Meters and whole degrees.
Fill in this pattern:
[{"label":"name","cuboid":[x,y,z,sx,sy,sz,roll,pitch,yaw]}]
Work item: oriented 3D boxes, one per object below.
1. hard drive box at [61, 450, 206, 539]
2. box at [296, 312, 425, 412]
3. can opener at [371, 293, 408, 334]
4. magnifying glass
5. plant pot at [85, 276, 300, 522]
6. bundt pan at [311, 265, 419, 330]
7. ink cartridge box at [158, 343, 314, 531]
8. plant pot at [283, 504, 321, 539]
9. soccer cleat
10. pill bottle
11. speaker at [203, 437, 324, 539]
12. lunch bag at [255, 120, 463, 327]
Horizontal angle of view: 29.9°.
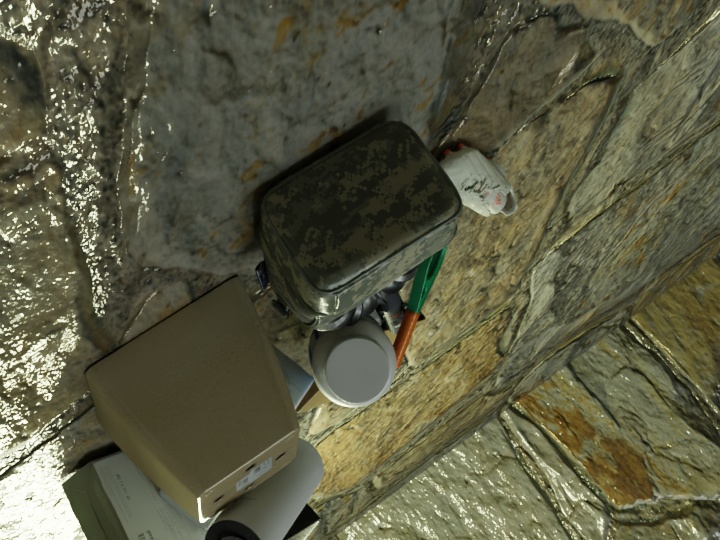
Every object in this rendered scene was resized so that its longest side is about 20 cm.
[{"label":"hard drive box","cuboid":[-0.262,0.303,1.734,0.077,0.157,0.199,-35,167,35]},{"label":"box","cuboid":[-0.002,0.142,2.113,0.200,0.021,0.163,-47,162,28]},{"label":"can opener","cuboid":[0.036,0.044,1.848,0.078,0.064,0.200,-34,164,-10]},{"label":"magnifying glass","cuboid":[0.078,0.035,1.826,0.079,0.022,0.203,-4,112,-74]},{"label":"plant pot","cuboid":[-0.173,0.163,1.517,0.199,0.178,0.200,-31,163,-17]},{"label":"bundt pan","cuboid":[0.000,0.000,1.628,0.201,0.076,0.202,-35,164,-12]},{"label":"ink cartridge box","cuboid":[-0.156,0.210,1.723,0.146,0.083,0.200,-56,177,39]},{"label":"plant pot","cuboid":[-0.211,0.396,2.080,0.198,0.178,0.201,-25,159,-35]},{"label":"soccer cleat","cuboid":[0.142,-0.105,1.638,0.069,0.078,0.199,-43,163,20]},{"label":"pill bottle","cuboid":[-0.011,0.115,1.744,0.112,0.113,0.200,-37,-173,1]},{"label":"speaker","cuboid":[-0.113,0.280,1.611,0.081,0.081,0.200,-46,-178,29]},{"label":"lunch bag","cuboid":[-0.007,-0.035,1.395,0.199,0.140,0.168,-32,163,-15]}]
